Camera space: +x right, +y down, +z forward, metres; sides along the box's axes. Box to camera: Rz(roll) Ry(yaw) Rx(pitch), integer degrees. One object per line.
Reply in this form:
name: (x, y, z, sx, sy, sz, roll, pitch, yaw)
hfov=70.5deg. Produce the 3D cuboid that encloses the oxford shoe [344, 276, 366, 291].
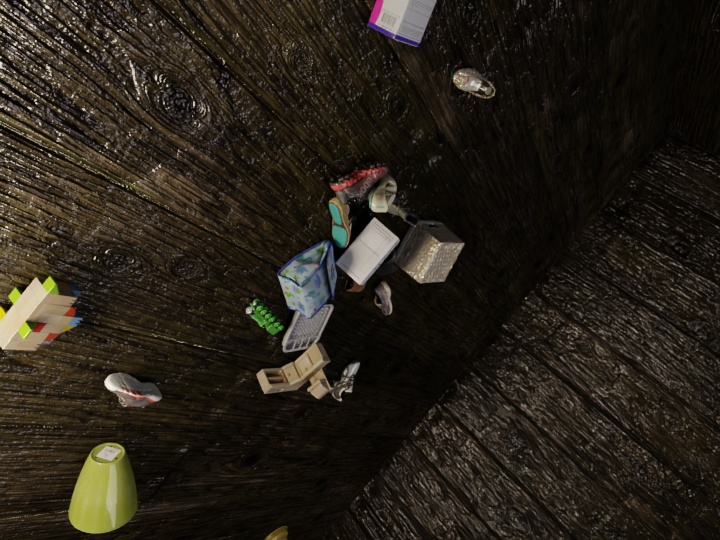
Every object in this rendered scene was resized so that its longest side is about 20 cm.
oxford shoe: (0.000, 0.000, 1.816, 0.071, 0.071, 0.201, -6, 130, -41)

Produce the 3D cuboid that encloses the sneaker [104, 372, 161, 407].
sneaker: (-0.639, 0.348, 1.409, 0.082, 0.077, 0.200, -40, 148, -1)

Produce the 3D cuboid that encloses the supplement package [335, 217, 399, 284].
supplement package: (0.028, -0.062, 1.708, 0.200, 0.114, 0.110, -49, 174, 2)

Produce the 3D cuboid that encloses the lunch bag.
lunch bag: (-0.147, 0.024, 1.620, 0.200, 0.127, 0.171, -48, 150, -32)

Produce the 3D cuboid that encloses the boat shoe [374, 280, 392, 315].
boat shoe: (0.087, 0.118, 2.055, 0.064, 0.072, 0.201, -25, 146, -13)

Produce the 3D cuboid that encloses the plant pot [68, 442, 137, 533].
plant pot: (-0.748, 0.618, 1.496, 0.186, 0.186, 0.202, -7, 115, -47)

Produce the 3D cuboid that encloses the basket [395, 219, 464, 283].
basket: (0.267, -0.075, 1.974, 0.197, 0.161, 0.201, -2, 125, -48)

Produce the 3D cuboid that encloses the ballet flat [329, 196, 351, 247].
ballet flat: (-0.053, -0.153, 1.589, 0.063, 0.068, 0.201, -47, 152, -29)

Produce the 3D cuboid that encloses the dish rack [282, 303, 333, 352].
dish rack: (-0.194, 0.194, 1.813, 0.171, 0.044, 0.201, -2, 127, -49)

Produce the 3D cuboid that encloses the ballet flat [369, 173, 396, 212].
ballet flat: (0.079, -0.240, 1.556, 0.201, 0.069, 0.070, -70, 172, -47)

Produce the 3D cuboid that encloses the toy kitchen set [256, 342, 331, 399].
toy kitchen set: (-0.221, 0.385, 1.826, 0.200, 0.164, 0.180, -43, 152, 23)

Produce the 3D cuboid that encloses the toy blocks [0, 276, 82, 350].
toy blocks: (-0.671, 0.098, 1.095, 0.200, 0.100, 0.137, -50, 160, 4)

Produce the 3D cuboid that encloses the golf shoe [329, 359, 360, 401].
golf shoe: (-0.051, 0.490, 2.263, 0.201, 0.094, 0.078, -54, 147, 7)

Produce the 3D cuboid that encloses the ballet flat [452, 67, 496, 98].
ballet flat: (0.372, -0.596, 1.625, 0.199, 0.064, 0.076, -6, 131, -47)

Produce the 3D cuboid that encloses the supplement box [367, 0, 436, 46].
supplement box: (0.115, -0.657, 1.207, 0.103, 0.101, 0.201, -10, 132, -46)

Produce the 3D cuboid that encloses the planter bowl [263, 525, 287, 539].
planter bowl: (-0.482, 1.576, 2.927, 0.200, 0.083, 0.201, -32, 146, -25)

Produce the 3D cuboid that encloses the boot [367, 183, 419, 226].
boot: (0.113, -0.210, 1.663, 0.199, 0.131, 0.068, 13, 114, -55)

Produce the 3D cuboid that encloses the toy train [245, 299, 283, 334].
toy train: (-0.307, 0.153, 1.635, 0.056, 0.042, 0.200, -34, 147, -2)

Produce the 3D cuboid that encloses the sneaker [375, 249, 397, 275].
sneaker: (0.100, -0.029, 1.850, 0.104, 0.061, 0.199, 12, 158, -31)

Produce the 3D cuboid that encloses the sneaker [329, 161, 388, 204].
sneaker: (0.004, -0.257, 1.515, 0.200, 0.071, 0.099, -29, 116, -25)
